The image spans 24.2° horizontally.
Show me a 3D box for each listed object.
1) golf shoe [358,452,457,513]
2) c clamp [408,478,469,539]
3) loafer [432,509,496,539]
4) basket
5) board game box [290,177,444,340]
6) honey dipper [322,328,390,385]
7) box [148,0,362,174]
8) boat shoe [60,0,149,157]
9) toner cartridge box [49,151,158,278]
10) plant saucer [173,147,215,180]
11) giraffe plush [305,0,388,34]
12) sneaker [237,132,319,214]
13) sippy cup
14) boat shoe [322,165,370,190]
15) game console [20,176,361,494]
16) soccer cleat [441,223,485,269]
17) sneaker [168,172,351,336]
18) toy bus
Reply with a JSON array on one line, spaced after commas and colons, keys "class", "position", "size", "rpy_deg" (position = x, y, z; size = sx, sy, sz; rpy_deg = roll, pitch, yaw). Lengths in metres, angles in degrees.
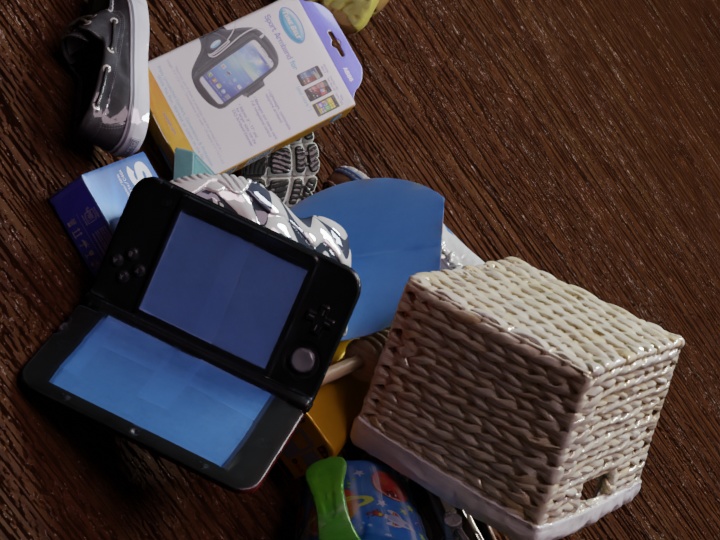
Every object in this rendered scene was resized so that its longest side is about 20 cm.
[{"class": "golf shoe", "position": [0.055, 0.145, 1.544], "size": [0.097, 0.078, 0.201], "rpy_deg": [26, 52, -20]}, {"class": "c clamp", "position": [0.069, 0.257, 1.403], "size": [0.201, 0.027, 0.171], "rpy_deg": [88, -19, -44]}, {"class": "loafer", "position": [0.092, 0.207, 1.572], "size": [0.072, 0.063, 0.201], "rpy_deg": [15, 53, -50]}, {"class": "basket", "position": [0.133, 0.101, 1.404], "size": [0.199, 0.162, 0.198], "rpy_deg": [27, 20, 30]}, {"class": "board game box", "position": [0.000, 0.000, 1.488], "size": [0.201, 0.157, 0.039], "rpy_deg": [-84, 161, -44]}, {"class": "honey dipper", "position": [-0.034, 0.091, 1.372], "size": [0.199, 0.038, 0.038], "rpy_deg": [-23, 83, -47]}, {"class": "box", "position": [-0.099, -0.164, 1.519], "size": [0.199, 0.041, 0.120], "rpy_deg": [-28, 87, -21]}, {"class": "boat shoe", "position": [-0.225, -0.184, 1.442], "size": [0.066, 0.070, 0.201], "rpy_deg": [17, 50, -32]}, {"class": "toner cartridge box", "position": [-0.167, 0.007, 1.382], "size": [0.201, 0.043, 0.095], "rpy_deg": [60, 32, -1]}, {"class": "plant saucer", "position": [-0.104, -0.028, 1.482], "size": [0.200, 0.019, 0.070], "rpy_deg": [50, 29, -46]}, {"class": "giraffe plush", "position": [0.002, -0.339, 1.833], "size": [0.173, 0.199, 0.162], "rpy_deg": [61, 2, 8]}, {"class": "sneaker", "position": [-0.087, -0.129, 1.584], "size": [0.076, 0.085, 0.202], "rpy_deg": [5, 77, -23]}, {"class": "sippy cup", "position": [0.001, 0.230, 1.368], "size": [0.138, 0.179, 0.131], "rpy_deg": [11, 37, -15]}, {"class": "boat shoe", "position": [0.008, -0.016, 1.566], "size": [0.200, 0.072, 0.072], "rpy_deg": [54, -17, 33]}, {"class": "game console", "position": [-0.124, 0.043, 1.265], "size": [0.199, 0.173, 0.119], "rpy_deg": [25, 7, 7]}, {"class": "soccer cleat", "position": [0.088, 0.004, 1.681], "size": [0.200, 0.070, 0.086], "rpy_deg": [45, 4, 34]}, {"class": "sneaker", "position": [-0.085, 0.006, 1.369], "size": [0.198, 0.079, 0.130], "rpy_deg": [25, 41, -40]}, {"class": "toy bus", "position": [-0.027, 0.098, 1.471], "size": [0.065, 0.078, 0.200], "rpy_deg": [53, 34, -11]}]
